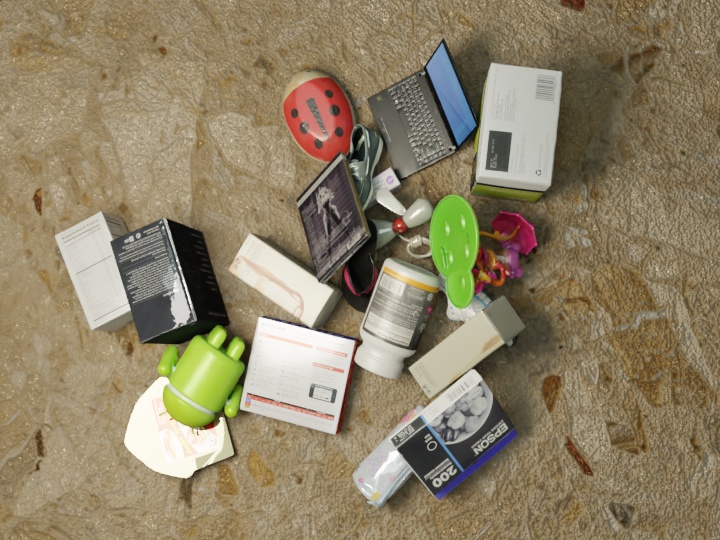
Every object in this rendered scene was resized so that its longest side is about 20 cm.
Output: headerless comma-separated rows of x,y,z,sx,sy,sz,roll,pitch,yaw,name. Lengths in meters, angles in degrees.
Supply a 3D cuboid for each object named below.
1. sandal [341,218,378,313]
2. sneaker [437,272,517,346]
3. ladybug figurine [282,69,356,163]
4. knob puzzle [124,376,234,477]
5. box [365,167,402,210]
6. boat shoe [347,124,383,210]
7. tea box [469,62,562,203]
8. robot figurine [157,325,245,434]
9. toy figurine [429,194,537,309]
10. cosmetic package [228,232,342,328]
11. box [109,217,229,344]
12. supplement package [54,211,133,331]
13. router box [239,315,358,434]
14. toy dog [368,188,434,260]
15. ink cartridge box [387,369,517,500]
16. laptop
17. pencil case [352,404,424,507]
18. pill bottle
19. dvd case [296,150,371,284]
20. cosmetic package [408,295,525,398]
0.000,0.000,1.721,0.073,0.045,0.203,-1,124,-1,sandal
0.211,0.075,1.727,0.087,0.075,0.201,-44,71,9,sneaker
-0.082,-0.303,1.802,0.134,0.072,0.202,-30,81,4,ladybug figurine
-0.361,0.305,1.797,0.214,0.030,0.225,1,78,-3,knob puzzle
-0.013,-0.128,1.791,0.198,0.039,0.042,-31,81,5,box
-0.011,-0.187,1.748,0.072,0.062,0.203,-7,55,38,boat shoe
0.277,-0.242,1.673,0.131,0.197,0.205,7,86,2,tea box
-0.295,0.205,1.740,0.174,0.116,0.202,32,87,-16,robot figurine
0.243,-0.036,1.681,0.181,0.150,0.205,-2,79,-29,toy figurine
-0.141,0.020,1.766,0.198,0.103,0.088,33,93,12,cosmetic package
-0.356,0.026,1.748,0.122,0.200,0.200,-22,81,7,box
-0.497,0.004,1.818,0.112,0.110,0.203,-25,82,6,supplement package
-0.116,0.198,1.763,0.196,0.049,0.183,13,92,10,router box
0.043,-0.088,1.754,0.196,0.134,0.097,-10,41,2,toy dog
0.177,0.306,1.651,0.197,0.043,0.201,-39,123,-2,ink cartridge box
0.114,-0.298,1.739,0.197,0.103,0.180,-24,80,17,laptop
0.077,0.344,1.708,0.200,0.083,0.091,-45,52,3,pencil case
0.065,0.089,1.715,0.114,0.116,0.204,22,98,10,pill bottle
-0.053,-0.099,1.711,0.149,0.016,0.203,-44,49,34,dvd case
0.190,0.139,1.659,0.200,0.105,0.072,-43,80,35,cosmetic package
